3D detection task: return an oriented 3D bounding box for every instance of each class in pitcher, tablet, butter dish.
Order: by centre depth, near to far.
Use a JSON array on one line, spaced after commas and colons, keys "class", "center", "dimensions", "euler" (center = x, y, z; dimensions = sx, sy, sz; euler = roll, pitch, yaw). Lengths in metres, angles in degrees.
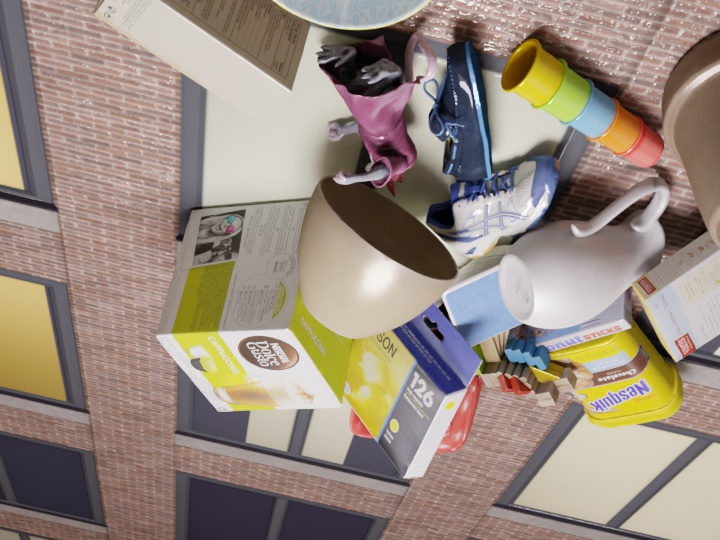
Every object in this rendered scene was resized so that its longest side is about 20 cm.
[{"class": "pitcher", "center": [0.268, -0.023, 1.165], "dimensions": [0.197, 0.122, 0.174], "euler": [-16, 135, -21]}, {"class": "tablet", "center": [0.208, 0.025, 1.295], "dimensions": [0.197, 0.014, 0.131], "euler": [-24, 137, 3]}, {"class": "butter dish", "center": [0.098, 0.193, 1.451], "dimensions": [0.196, 0.148, 0.203], "euler": [5, 114, -13]}]

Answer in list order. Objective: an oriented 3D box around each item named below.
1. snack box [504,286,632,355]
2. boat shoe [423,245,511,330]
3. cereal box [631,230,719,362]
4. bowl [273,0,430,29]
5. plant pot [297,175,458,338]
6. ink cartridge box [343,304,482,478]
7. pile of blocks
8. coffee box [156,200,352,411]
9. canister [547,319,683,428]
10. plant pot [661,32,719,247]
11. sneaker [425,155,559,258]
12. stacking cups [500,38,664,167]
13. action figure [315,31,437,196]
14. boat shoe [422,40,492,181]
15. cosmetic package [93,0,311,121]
[{"class": "snack box", "center": [0.279, 0.069, 1.360], "dimensions": [0.198, 0.073, 0.024], "euler": [-22, 133, 39]}, {"class": "boat shoe", "center": [0.152, 0.028, 1.341], "dimensions": [0.198, 0.070, 0.072], "euler": [-22, 134, 38]}, {"class": "cereal box", "center": [0.430, 0.008, 1.178], "dimensions": [0.198, 0.040, 0.144], "euler": [-34, 133, 7]}, {"class": "bowl", "center": [-0.009, -0.322, 0.857], "dimensions": [0.196, 0.109, 0.202], "euler": [7, 145, 5]}, {"class": "plant pot", "center": [0.000, 0.000, 1.194], "dimensions": [0.198, 0.201, 0.135], "euler": [27, 111, -22]}, {"class": "ink cartridge box", "center": [0.058, 0.140, 1.352], "dimensions": [0.046, 0.198, 0.203], "euler": [0, 125, -36]}, {"class": "pile of blocks", "center": [0.197, 0.129, 1.358], "dimensions": [0.196, 0.062, 0.083], "euler": [16, 132, 16]}, {"class": "coffee box", "center": [-0.126, 0.052, 1.338], "dimensions": [0.194, 0.203, 0.201], "euler": [-4, 144, 20]}, {"class": "canister", "center": [0.354, 0.136, 1.422], "dimensions": [0.147, 0.088, 0.200], "euler": [-17, 135, 34]}, {"class": "plant pot", "center": [0.400, -0.112, 0.979], "dimensions": [0.196, 0.177, 0.202], "euler": [7, 145, 5]}, {"class": "sneaker", "center": [0.152, -0.081, 1.183], "dimensions": [0.087, 0.076, 0.200], "euler": [26, 142, -20]}, {"class": "stacking cups", "center": [0.238, -0.165, 1.050], "dimensions": [0.198, 0.061, 0.060], "euler": [29, 142, -25]}, {"class": "action figure", "center": [0.025, -0.168, 1.095], "dimensions": [0.147, 0.135, 0.201], "euler": [-22, 138, 5]}, {"class": "boat shoe", "center": [0.104, -0.159, 1.078], "dimensions": [0.067, 0.085, 0.202], "euler": [-3, 141, 11]}, {"class": "cosmetic package", "center": [-0.155, -0.254, 1.002], "dimensions": [0.198, 0.105, 0.073], "euler": [33, 142, -26]}]
